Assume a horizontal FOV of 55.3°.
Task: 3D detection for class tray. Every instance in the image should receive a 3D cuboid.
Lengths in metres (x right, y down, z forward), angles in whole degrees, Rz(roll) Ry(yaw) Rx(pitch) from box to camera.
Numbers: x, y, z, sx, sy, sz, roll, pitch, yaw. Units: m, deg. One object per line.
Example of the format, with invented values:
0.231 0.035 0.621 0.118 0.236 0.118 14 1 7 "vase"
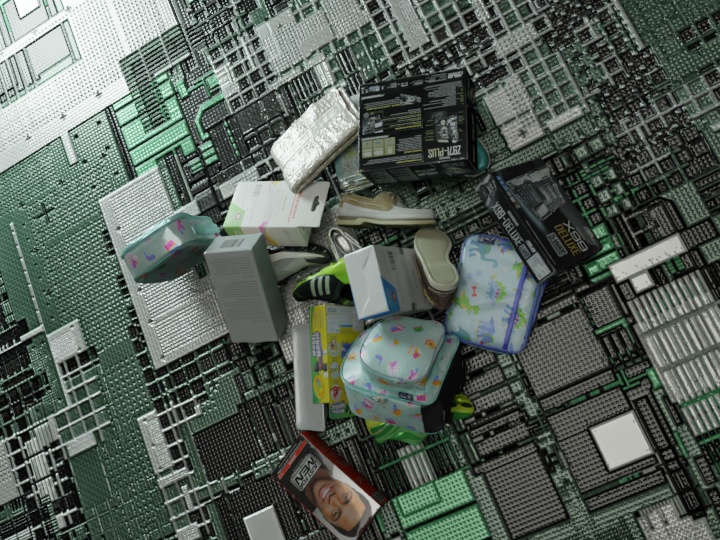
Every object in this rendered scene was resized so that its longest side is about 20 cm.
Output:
-0.094 0.202 1.314 0.107 0.022 0.203 -14 77 54 "tray"

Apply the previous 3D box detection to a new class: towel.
0.025 -0.259 1.330 0.169 0.048 0.203 -14 69 11 "towel"
-0.084 -0.253 1.317 0.200 0.034 0.133 -42 51 15 "towel"

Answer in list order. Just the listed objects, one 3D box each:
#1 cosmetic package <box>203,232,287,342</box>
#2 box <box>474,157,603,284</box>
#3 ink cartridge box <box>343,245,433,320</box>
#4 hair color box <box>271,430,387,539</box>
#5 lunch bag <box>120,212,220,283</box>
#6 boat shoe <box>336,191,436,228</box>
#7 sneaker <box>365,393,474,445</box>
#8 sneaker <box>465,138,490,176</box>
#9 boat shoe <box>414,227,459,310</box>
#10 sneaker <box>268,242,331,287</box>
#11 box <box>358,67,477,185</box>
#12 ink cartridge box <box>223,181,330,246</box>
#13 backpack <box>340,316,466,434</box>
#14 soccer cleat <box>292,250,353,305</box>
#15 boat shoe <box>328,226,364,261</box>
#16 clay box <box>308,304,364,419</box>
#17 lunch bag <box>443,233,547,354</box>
-0.215 0.035 1.311 0.100 0.071 0.202 -3 118 15 "cosmetic package"
0.309 -0.089 1.185 0.202 0.156 0.050 60 140 14 "box"
0.061 0.024 1.231 0.066 0.199 0.117 -20 77 30 "ink cartridge box"
-0.059 0.403 1.280 0.199 0.061 0.102 37 93 16 "hair color box"
-0.363 -0.048 1.354 0.160 0.200 0.078 -36 86 10 "lunch bag"
0.048 -0.116 1.302 0.197 0.075 0.070 3 87 19 "boat shoe"
0.109 0.268 1.252 0.197 0.074 0.085 -12 114 7 "sneaker"
0.166 -0.259 1.283 0.077 0.080 0.201 -38 76 9 "sneaker"
0.134 -0.008 1.229 0.071 0.201 0.060 -1 124 -5 "boat shoe"
-0.148 -0.008 1.357 0.197 0.074 0.081 -9 101 15 "sneaker"
0.102 -0.251 1.216 0.197 0.086 0.166 -5 79 21 "box"
-0.154 -0.111 1.344 0.197 0.068 0.118 2 57 17 "ink cartridge box"
0.064 0.174 1.193 0.198 0.155 0.177 0 40 29 "backpack"
-0.060 0.034 1.286 0.199 0.067 0.082 -29 85 46 "soccer cleat"
0.000 0.000 1.303 0.071 0.069 0.200 -41 79 6 "boat shoe"
-0.040 0.168 1.271 0.047 0.114 0.203 -8 80 38 "clay box"
0.243 0.042 1.226 0.159 0.082 0.203 16 89 15 "lunch bag"
